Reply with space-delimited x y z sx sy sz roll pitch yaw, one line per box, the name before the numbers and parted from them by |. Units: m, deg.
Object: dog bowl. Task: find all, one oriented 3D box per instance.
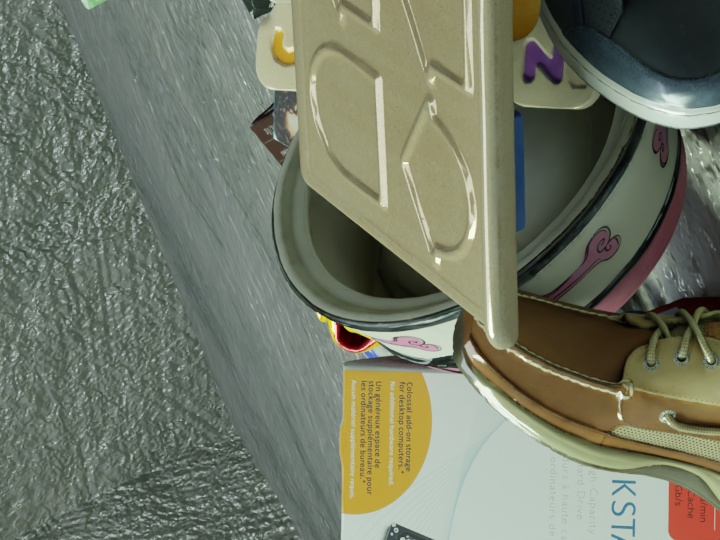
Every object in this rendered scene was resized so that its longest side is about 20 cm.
dog bowl | 0.061 -0.040 1.288 0.074 0.200 0.200 45 -175 -39

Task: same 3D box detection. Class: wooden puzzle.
wooden puzzle | 0.025 -0.090 1.156 0.200 0.046 0.185 -135 36 -53

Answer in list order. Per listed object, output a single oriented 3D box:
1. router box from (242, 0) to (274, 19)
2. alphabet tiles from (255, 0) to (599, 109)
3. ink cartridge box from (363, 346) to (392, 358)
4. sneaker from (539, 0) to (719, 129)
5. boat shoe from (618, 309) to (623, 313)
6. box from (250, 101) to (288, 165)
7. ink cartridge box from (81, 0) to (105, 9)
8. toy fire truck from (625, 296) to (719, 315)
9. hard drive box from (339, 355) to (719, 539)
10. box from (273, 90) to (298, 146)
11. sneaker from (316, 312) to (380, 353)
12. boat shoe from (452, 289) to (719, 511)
router box | -0.089 -0.283 1.845 0.200 0.062 0.150 62 171 10
alphabet tiles | 0.033 -0.135 1.244 0.195 0.015 0.200 6 93 40
ink cartridge box | 0.049 0.068 1.643 0.200 0.044 0.094 48 176 10
sneaker | 0.090 -0.160 1.090 0.202 0.077 0.146 61 174 24
boat shoe | 0.115 0.033 1.528 0.200 0.067 0.074 51 -135 -59
box | 0.026 -0.038 1.716 0.200 0.075 0.100 49 170 -5
ink cartridge box | -0.095 -0.254 1.510 0.145 0.200 0.088 60 174 14
toy fire truck | 0.160 0.101 1.434 0.200 0.112 0.168 145 123 -81
hard drive box | 0.095 0.120 1.317 0.077 0.200 0.156 -1 -89 -70
box | 0.028 -0.081 1.478 0.200 0.049 0.082 30 125 49
sneaker | 0.000 0.000 1.457 0.073 0.077 0.200 27 -177 -4
boat shoe | 0.138 0.048 1.190 0.074 0.200 0.076 -58 18 32
